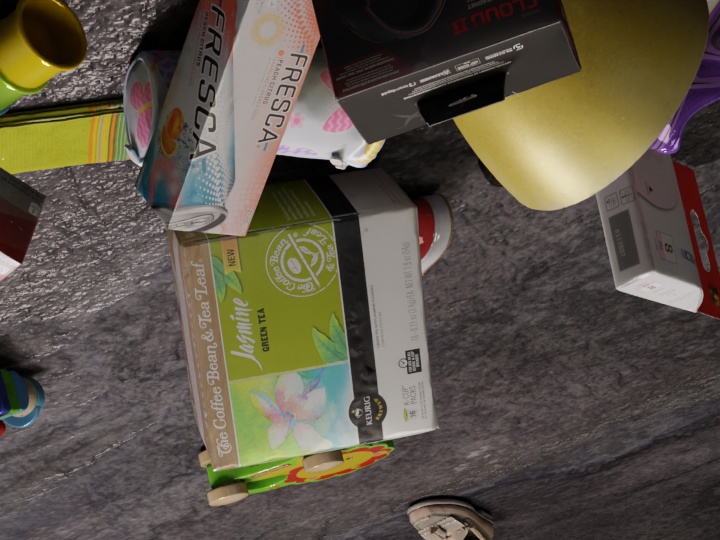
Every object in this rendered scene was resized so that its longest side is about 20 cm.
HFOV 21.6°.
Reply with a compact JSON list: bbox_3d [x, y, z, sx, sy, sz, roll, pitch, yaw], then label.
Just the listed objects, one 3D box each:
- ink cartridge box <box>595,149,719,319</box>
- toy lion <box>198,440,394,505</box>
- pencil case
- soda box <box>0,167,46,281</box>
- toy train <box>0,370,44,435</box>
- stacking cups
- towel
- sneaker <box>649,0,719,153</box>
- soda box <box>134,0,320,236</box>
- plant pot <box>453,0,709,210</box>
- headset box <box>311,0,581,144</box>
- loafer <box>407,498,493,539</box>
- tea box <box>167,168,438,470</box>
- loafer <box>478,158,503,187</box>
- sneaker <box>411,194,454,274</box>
[{"bbox_3d":[0.279,-0.049,1.666,0.057,0.163,0.200,-27,154,38],"label":"ink cartridge box"},{"bbox_3d":[-0.066,0.224,2.221,0.199,0.069,0.192,-21,163,16],"label":"toy lion"},{"bbox_3d":[-0.077,-0.121,1.404,0.199,0.083,0.091,-2,121,-23],"label":"pencil case"},{"bbox_3d":[-0.323,-0.066,1.311,0.200,0.070,0.063,34,136,-23],"label":"soda box"},{"bbox_3d":[-0.414,0.148,1.839,0.199,0.085,0.116,-21,169,16],"label":"toy train"},{"bbox_3d":[-0.275,-0.125,1.330,0.060,0.061,0.200,11,150,-44],"label":"stacking cups"},{"bbox_3d":[-0.235,-0.098,1.454,0.199,0.018,0.086,-8,155,-12],"label":"towel"},{"bbox_3d":[0.258,-0.172,1.386,0.083,0.200,0.081,39,176,-19],"label":"sneaker"},{"bbox_3d":[-0.087,-0.126,1.300,0.068,0.064,0.201,5,118,-35],"label":"soda box"},{"bbox_3d":[0.123,-0.164,1.327,0.142,0.200,0.200,33,134,-26],"label":"plant pot"},{"bbox_3d":[0.045,-0.183,1.190,0.148,0.201,0.075,-18,156,11],"label":"headset box"},{"bbox_3d":[0.135,0.363,2.626,0.072,0.063,0.200,-24,155,24],"label":"loafer"},{"bbox_3d":[-0.051,0.038,1.575,0.196,0.201,0.134,-10,-162,-8],"label":"tea box"},{"bbox_3d":[0.184,-0.113,1.582,0.200,0.073,0.073,-30,152,35],"label":"loafer"},{"bbox_3d":[0.000,0.000,1.733,0.112,0.071,0.200,-6,148,-27],"label":"sneaker"}]
